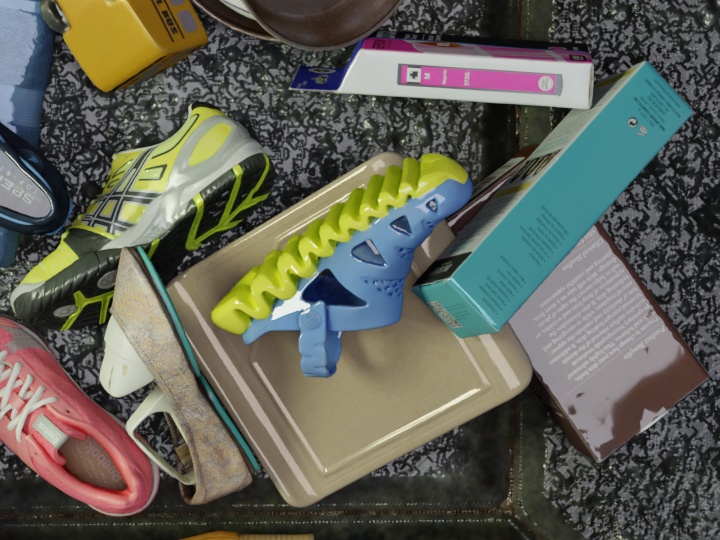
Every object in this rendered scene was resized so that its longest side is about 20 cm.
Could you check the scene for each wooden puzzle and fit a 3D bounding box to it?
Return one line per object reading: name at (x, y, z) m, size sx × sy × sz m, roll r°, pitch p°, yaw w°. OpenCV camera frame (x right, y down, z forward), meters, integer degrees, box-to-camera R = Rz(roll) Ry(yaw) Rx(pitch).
wooden puzzle at (-0.009, 0.041, 1.468) m, size 0.199 × 0.037 × 0.186 m, roll -30°, pitch 97°, yaw 18°

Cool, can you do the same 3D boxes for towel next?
towel at (-0.267, -0.105, 1.442) m, size 0.111 × 0.049 × 0.201 m, roll 9°, pitch 91°, yaw -8°

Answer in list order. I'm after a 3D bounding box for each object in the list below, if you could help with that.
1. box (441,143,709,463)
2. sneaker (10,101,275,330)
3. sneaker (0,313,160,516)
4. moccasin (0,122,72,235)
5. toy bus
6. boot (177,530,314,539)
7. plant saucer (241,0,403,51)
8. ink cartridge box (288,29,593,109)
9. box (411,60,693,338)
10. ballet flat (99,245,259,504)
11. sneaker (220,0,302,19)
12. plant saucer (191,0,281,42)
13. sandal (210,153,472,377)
box at (0.139, 0.022, 1.491) m, size 0.100 × 0.075 × 0.200 m, roll -36°, pitch 95°, yaw -5°
sneaker at (-0.153, -0.033, 1.460) m, size 0.199 × 0.075 × 0.077 m, roll -35°, pitch 65°, yaw -1°
sneaker at (-0.212, 0.091, 1.440) m, size 0.200 × 0.087 × 0.074 m, roll 38°, pitch 87°, yaw -8°
moccasin at (-0.270, -0.091, 1.383) m, size 0.199 × 0.068 × 0.081 m, roll 26°, pitch 89°, yaw -8°
toy bus at (-0.182, -0.221, 1.421) m, size 0.065 × 0.078 × 0.201 m, roll -27°, pitch 91°, yaw 36°
boot at (-0.091, 0.279, 1.482) m, size 0.143 × 0.071 × 0.203 m, roll -8°, pitch 91°, yaw -1°
plant saucer at (-0.025, -0.243, 1.393) m, size 0.200 × 0.032 × 0.202 m, roll -16°, pitch 113°, yaw -43°
ink cartridge box at (0.055, -0.135, 1.442) m, size 0.199 × 0.095 × 0.037 m, roll 2°, pitch 104°, yaw 2°
box at (0.124, -0.045, 1.405) m, size 0.049 × 0.082 × 0.200 m, roll 45°, pitch 76°, yaw -8°
ballet flat at (-0.131, 0.078, 1.432) m, size 0.067 × 0.068 × 0.201 m, roll -29°, pitch 117°, yaw -8°
sneaker at (-0.100, -0.247, 1.389) m, size 0.073 × 0.114 × 0.201 m, roll -38°, pitch 98°, yaw -6°
plant saucer at (-0.048, -0.255, 1.469) m, size 0.199 × 0.037 × 0.202 m, roll 0°, pitch 93°, yaw -7°
sandal at (0.000, 0.000, 1.400) m, size 0.200 × 0.080 × 0.087 m, roll -37°, pitch 98°, yaw 27°
